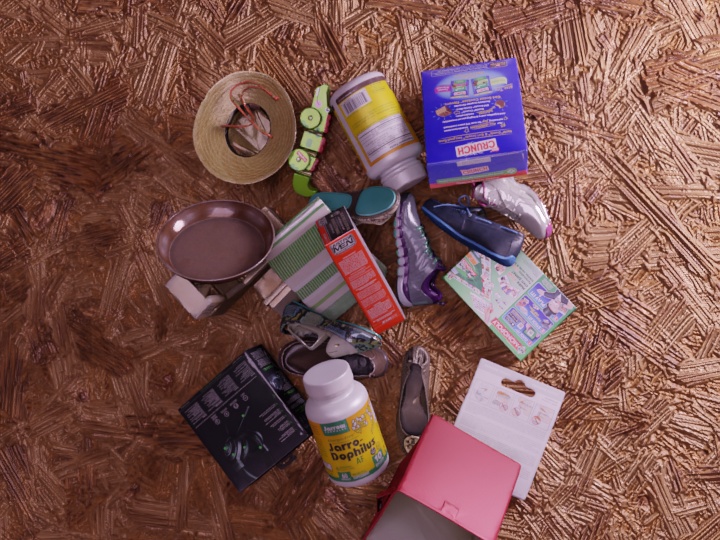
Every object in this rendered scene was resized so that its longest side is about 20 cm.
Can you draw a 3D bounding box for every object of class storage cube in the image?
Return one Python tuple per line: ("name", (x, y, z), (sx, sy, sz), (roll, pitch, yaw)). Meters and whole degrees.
("storage cube", (0.134, 0.381, 1.605), (0.199, 0.180, 0.172), (30, 132, 4))

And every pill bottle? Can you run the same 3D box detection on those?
("pill bottle", (-0.029, 0.259, 1.671), (0.112, 0.113, 0.201), (-14, 111, 9))
("pill bottle", (0.036, -0.234, 1.695), (0.109, 0.109, 0.201), (-28, 86, 8))

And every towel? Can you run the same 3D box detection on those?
("towel", (-0.064, -0.015, 1.706), (0.152, 0.023, 0.200), (-39, 118, 8))

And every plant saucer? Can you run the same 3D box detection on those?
("plant saucer", (-0.242, -0.043, 1.643), (0.198, 0.201, 0.035), (7, 134, 9))

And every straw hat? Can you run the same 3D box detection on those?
("straw hat", (-0.196, -0.247, 1.748), (0.199, 0.085, 0.203), (-1, 85, 7))

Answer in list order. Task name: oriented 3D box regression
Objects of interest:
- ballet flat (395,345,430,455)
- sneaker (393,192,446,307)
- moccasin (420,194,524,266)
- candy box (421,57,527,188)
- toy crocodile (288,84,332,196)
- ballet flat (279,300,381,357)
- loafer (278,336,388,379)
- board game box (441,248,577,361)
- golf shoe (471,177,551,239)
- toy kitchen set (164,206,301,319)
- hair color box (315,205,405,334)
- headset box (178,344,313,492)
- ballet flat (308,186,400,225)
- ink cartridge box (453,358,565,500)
("ballet flat", (0.096, 0.233, 1.716), (0.067, 0.046, 0.202), (4, 91, 10))
("sneaker", (0.109, -0.036, 1.699), (0.087, 0.074, 0.202), (0, 100, 20))
("moccasin", (0.196, -0.076, 1.674), (0.199, 0.080, 0.068), (33, 87, 26))
("candy box", (0.190, -0.249, 1.645), (0.168, 0.077, 0.201), (-6, 58, 10))
("toy crocodile", (-0.083, -0.232, 1.738), (0.061, 0.068, 0.202), (16, 95, 4))
("ballet flat", (-0.056, 0.115, 1.697), (0.199, 0.074, 0.075), (18, 93, 31))
("loafer", (-0.052, 0.156, 1.729), (0.198, 0.071, 0.074), (0, 90, 10))
("board game box", (0.258, 0.038, 1.698), (0.135, 0.029, 0.200), (-44, 83, 7))
("golf shoe", (0.243, -0.123, 1.668), (0.091, 0.075, 0.200), (-34, 77, -20))
("toy kitchen set", (-0.191, 0.014, 1.699), (0.200, 0.180, 0.163), (-45, 84, 6))
("hair color box", (0.000, 0.000, 1.658), (0.061, 0.102, 0.201), (-28, 118, 2))
("headset box", (-0.189, 0.265, 1.733), (0.174, 0.093, 0.200), (-41, 83, 14))
("ballet flat", (0.000, -0.106, 1.700), (0.199, 0.075, 0.068), (0, 61, 36))
("ink cartridge box", (0.245, 0.273, 1.693), (0.159, 0.047, 0.201), (21, 92, 10))
